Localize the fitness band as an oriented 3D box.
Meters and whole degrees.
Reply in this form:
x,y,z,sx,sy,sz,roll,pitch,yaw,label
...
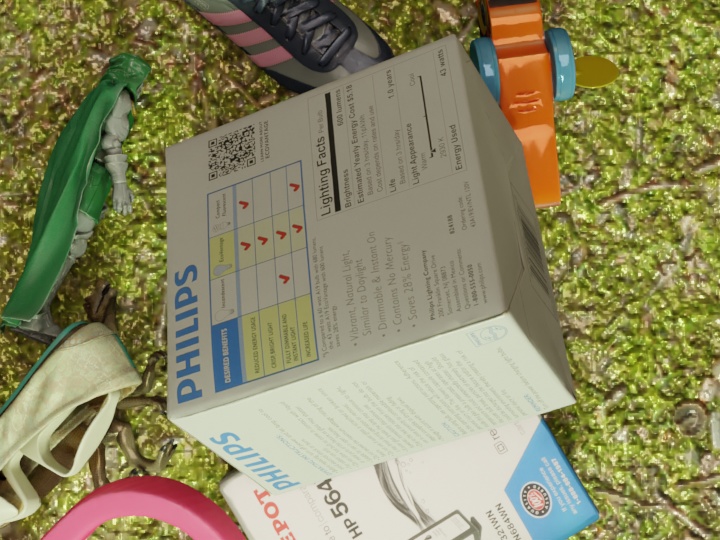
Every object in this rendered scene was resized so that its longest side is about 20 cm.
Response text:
x,y,z,sx,sy,sz,roll,pitch,yaw,label
-0.151,0.219,0.855,0.144,0.037,0.200,45,110,3,fitness band

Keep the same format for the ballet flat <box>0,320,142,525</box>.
x,y,z,sx,sy,sz,roll,pitch,yaw,label
-0.212,0.118,0.844,0.062,0.067,0.200,44,104,11,ballet flat

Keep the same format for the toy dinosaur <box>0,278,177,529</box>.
x,y,z,sx,sy,sz,roll,pitch,yaw,label
-0.179,0.106,0.897,0.101,0.058,0.201,28,98,17,toy dinosaur

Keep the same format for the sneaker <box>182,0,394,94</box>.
x,y,z,sx,sy,sz,roll,pitch,yaw,label
-0.061,-0.176,0.898,0.199,0.082,0.070,33,85,0,sneaker

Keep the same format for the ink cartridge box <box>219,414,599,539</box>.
x,y,z,sx,sy,sz,roll,pitch,yaw,label
0.029,0.147,0.877,0.199,0.084,0.146,-31,87,-4,ink cartridge box

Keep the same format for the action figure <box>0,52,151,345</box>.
x,y,z,sx,sy,sz,roll,pitch,yaw,label
-0.181,-0.052,0.886,0.054,0.118,0.201,23,76,-23,action figure

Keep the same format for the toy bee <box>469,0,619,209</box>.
x,y,z,sx,sy,sz,roll,pitch,yaw,label
0.109,-0.147,0.904,0.130,0.109,0.201,12,110,-9,toy bee

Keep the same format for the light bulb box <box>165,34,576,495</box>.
x,y,z,sx,sy,sz,roll,pitch,yaw,label
0.000,0.000,0.800,0.199,0.125,0.199,-19,54,18,light bulb box
